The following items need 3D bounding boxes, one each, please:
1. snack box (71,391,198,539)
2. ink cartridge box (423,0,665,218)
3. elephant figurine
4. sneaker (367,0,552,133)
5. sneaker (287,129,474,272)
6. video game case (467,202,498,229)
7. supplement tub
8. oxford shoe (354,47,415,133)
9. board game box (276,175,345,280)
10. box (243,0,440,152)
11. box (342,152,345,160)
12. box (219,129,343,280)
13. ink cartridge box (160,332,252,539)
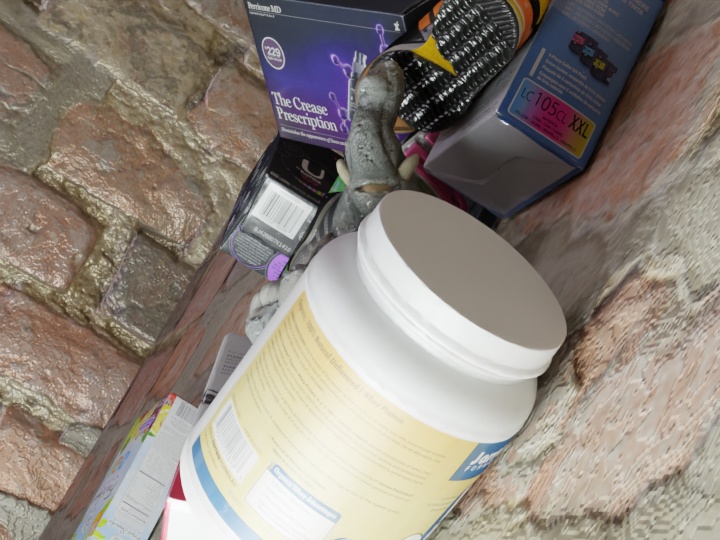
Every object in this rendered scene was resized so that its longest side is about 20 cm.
[{"bbox_3d":[-0.274,0.263,1.890,0.201,0.067,0.169,-65,12,-26],"label":"snack box"},{"bbox_3d":[0.138,-0.151,1.085,0.201,0.076,0.136,-63,11,-20],"label":"ink cartridge box"},{"bbox_3d":[0.017,-0.006,1.012,0.156,0.141,0.201,-54,11,40],"label":"elephant figurine"},{"bbox_3d":[0.077,-0.161,1.048,0.090,0.070,0.200,-46,5,-25],"label":"sneaker"},{"bbox_3d":[0.015,-0.046,1.163,0.200,0.074,0.087,-48,26,-10],"label":"sneaker"},{"bbox_3d":[0.063,-0.019,1.226,0.144,0.019,0.200,-62,10,-25],"label":"video game case"},{"bbox_3d":[0.006,0.072,0.849,0.201,0.144,0.145,-53,11,25],"label":"supplement tub"},{"bbox_3d":[0.084,-0.157,1.176,0.199,0.072,0.071,-23,9,-29],"label":"oxford shoe"},{"bbox_3d":[-0.036,-0.023,1.374,0.201,0.023,0.105,-57,10,31],"label":"board game box"},{"bbox_3d":[0.004,-0.174,1.300,0.079,0.142,0.199,-32,32,-34],"label":"box"},{"bbox_3d":[0.015,-0.178,1.502,0.046,0.202,0.159,-14,-9,-22],"label":"box"},{"bbox_3d":[-0.072,-0.071,1.754,0.106,0.122,0.200,-54,11,21],"label":"box"},{"bbox_3d":[-0.077,0.158,1.041,0.201,0.082,0.147,-75,-5,-61],"label":"ink cartridge box"}]
